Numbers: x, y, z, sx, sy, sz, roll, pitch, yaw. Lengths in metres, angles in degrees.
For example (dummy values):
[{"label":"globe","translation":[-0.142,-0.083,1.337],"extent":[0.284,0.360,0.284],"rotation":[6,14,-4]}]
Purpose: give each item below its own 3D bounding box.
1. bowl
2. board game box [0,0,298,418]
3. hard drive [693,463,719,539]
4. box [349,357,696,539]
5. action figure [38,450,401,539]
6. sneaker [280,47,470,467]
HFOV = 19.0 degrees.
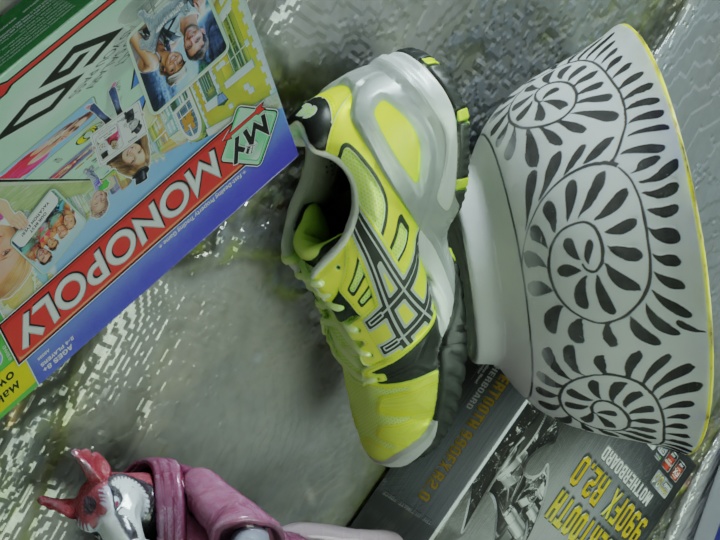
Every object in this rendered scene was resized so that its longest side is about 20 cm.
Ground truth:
[{"label":"bowl","translation":[0.091,-0.008,0.990],"extent":[0.094,0.201,0.201],"rotation":[-8,128,-5]},{"label":"board game box","translation":[-0.116,-0.035,0.814],"extent":[0.200,0.029,0.135],"rotation":[-43,140,-22]},{"label":"hard drive","translation":[0.266,0.153,1.403],"extent":[0.132,0.025,0.200],"rotation":[-6,118,-49]},{"label":"box","translation":[0.091,0.123,1.153],"extent":[0.158,0.048,0.200],"rotation":[-55,143,-9]},{"label":"action figure","translation":[-0.049,0.126,0.929],"extent":[0.200,0.134,0.149],"rotation":[42,41,-27]},{"label":"sneaker","translation":[0.000,0.000,0.953],"extent":[0.076,0.075,0.200],"rotation":[-18,120,-27]}]
